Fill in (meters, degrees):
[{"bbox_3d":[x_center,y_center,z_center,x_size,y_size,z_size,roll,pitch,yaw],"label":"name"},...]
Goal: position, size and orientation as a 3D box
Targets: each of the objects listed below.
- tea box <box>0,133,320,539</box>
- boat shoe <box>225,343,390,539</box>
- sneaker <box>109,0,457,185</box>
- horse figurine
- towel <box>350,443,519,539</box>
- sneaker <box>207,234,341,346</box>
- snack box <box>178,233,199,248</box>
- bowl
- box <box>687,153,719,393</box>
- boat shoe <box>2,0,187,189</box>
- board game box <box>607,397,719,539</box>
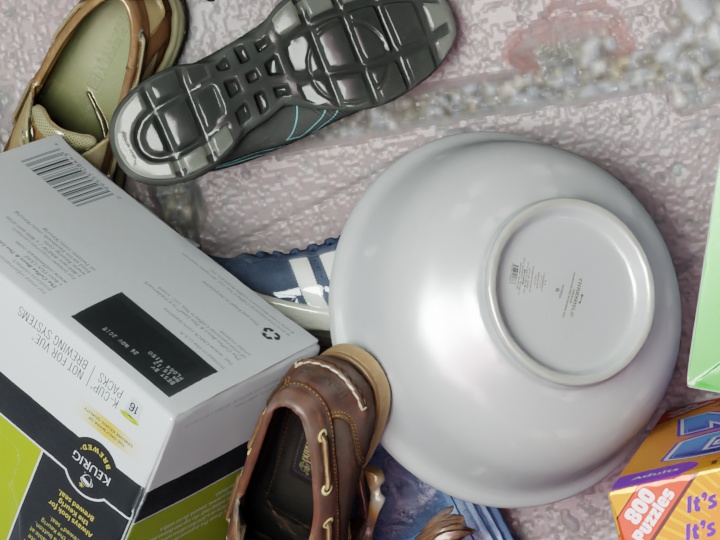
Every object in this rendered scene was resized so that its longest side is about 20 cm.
[{"bbox_3d":[-0.160,0.073,1.525,0.200,0.133,0.197,38,123,20],"label":"tea box"},{"bbox_3d":[-0.040,0.131,1.489,0.070,0.070,0.201,24,124,21],"label":"boat shoe"},{"bbox_3d":[-0.044,-0.106,1.572,0.199,0.079,0.076,-21,88,-3],"label":"sneaker"},{"bbox_3d":[-0.035,0.142,1.570,0.199,0.050,0.133,20,119,30],"label":"horse figurine"},{"bbox_3d":[0.037,0.169,1.602,0.111,0.049,0.201,-28,91,18],"label":"towel"},{"bbox_3d":[0.000,0.000,1.580,0.199,0.075,0.085,12,83,16],"label":"sneaker"},{"bbox_3d":[-0.138,0.066,1.614,0.072,0.024,0.201,27,117,35],"label":"snack box"},{"bbox_3d":[0.091,0.018,1.487,0.200,0.090,0.203,5,78,-22],"label":"bowl"},{"bbox_3d":[0.236,-0.045,1.449,0.096,0.176,0.202,10,101,12],"label":"box"},{"bbox_3d":[-0.165,-0.077,1.602,0.075,0.074,0.201,25,104,10],"label":"boat shoe"},{"bbox_3d":[0.258,0.165,1.464,0.198,0.200,0.201,-14,95,16],"label":"board game box"}]
